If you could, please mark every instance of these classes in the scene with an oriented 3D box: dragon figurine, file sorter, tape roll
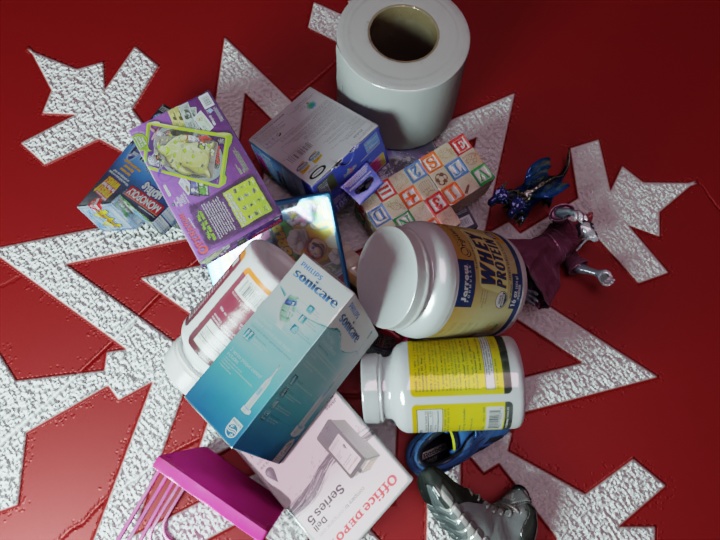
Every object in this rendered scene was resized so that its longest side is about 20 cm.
[{"bbox_3d":[0.274,-0.129,0.861,0.197,0.100,0.059,-32,78,-12],"label":"dragon figurine"},{"bbox_3d":[-0.183,0.303,0.656,0.137,0.200,0.127,30,77,6],"label":"file sorter"},{"bbox_3d":[0.061,-0.312,0.871,0.197,0.140,0.208,1,67,-2],"label":"tape roll"}]

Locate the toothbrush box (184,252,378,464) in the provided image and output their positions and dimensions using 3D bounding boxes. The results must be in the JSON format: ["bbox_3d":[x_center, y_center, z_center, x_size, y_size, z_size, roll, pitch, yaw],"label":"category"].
[{"bbox_3d":[-0.079,0.106,0.649,0.085,0.147,0.201,35,79,25],"label":"toothbrush box"}]

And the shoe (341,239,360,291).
[{"bbox_3d":[0.000,0.000,0.821,0.198,0.070,0.054,37,83,10],"label":"shoe"}]

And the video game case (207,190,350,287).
[{"bbox_3d":[-0.120,-0.022,0.782,0.195,0.018,0.147,-8,108,11],"label":"video game case"}]

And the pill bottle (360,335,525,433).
[{"bbox_3d":[0.100,0.144,0.714,0.194,0.113,0.116,-3,73,4],"label":"pill bottle"}]

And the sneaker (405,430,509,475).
[{"bbox_3d":[0.150,0.216,0.765,0.197,0.079,0.067,-28,75,-12],"label":"sneaker"}]

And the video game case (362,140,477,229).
[{"bbox_3d":[0.079,-0.127,0.891,0.140,0.019,0.204,-23,75,-10],"label":"video game case"}]

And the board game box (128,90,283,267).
[{"bbox_3d":[-0.196,-0.120,0.716,0.118,0.032,0.203,-28,77,-15],"label":"board game box"}]

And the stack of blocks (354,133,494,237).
[{"bbox_3d":[0.102,-0.101,0.845,0.198,0.059,0.116,-32,78,-12],"label":"stack of blocks"}]

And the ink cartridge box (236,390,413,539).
[{"bbox_3d":[-0.049,0.248,0.738,0.145,0.084,0.200,-42,80,-14],"label":"ink cartridge box"}]

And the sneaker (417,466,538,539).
[{"bbox_3d":[0.163,0.306,0.736,0.115,0.075,0.202,-39,101,-23],"label":"sneaker"}]

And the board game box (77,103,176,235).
[{"bbox_3d":[-0.289,-0.123,0.801,0.198,0.062,0.201,32,74,36],"label":"board game box"}]

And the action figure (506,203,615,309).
[{"bbox_3d":[0.285,-0.026,0.850,0.198,0.147,0.137,-33,111,-29],"label":"action figure"}]

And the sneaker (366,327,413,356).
[{"bbox_3d":[-0.020,0.079,0.795,0.194,0.075,0.083,9,73,0],"label":"sneaker"}]

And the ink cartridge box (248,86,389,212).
[{"bbox_3d":[-0.053,-0.168,0.825,0.136,0.077,0.199,-43,52,-13],"label":"ink cartridge box"}]

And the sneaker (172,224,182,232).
[{"bbox_3d":[-0.209,-0.092,0.825,0.194,0.091,0.068,8,72,-1],"label":"sneaker"}]

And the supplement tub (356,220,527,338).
[{"bbox_3d":[0.106,0.014,0.738,0.196,0.143,0.148,4,70,-36],"label":"supplement tub"}]

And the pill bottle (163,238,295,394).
[{"bbox_3d":[-0.159,0.070,0.737,0.114,0.114,0.200,46,103,10],"label":"pill bottle"}]
